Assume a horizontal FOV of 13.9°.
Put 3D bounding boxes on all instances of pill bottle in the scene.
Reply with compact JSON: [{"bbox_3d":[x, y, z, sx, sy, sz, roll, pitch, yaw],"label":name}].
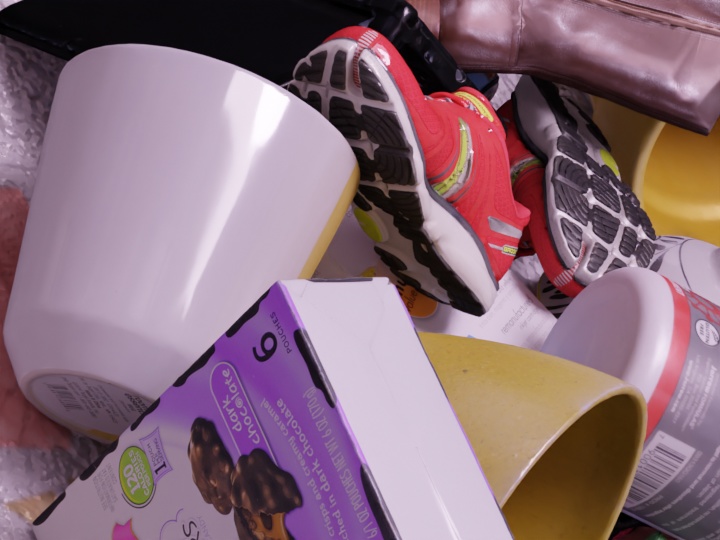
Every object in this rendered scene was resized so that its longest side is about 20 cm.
[{"bbox_3d":[0.192,0.088,1.502,0.200,0.116,0.116,27,40,-22],"label":"pill bottle"}]

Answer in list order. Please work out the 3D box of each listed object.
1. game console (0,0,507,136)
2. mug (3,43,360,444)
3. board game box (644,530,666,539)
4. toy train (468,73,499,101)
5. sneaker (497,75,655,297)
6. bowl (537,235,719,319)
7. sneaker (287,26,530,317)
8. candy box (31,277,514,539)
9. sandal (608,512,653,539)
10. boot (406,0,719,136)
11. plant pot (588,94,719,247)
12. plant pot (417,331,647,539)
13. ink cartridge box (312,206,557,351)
[{"bbox_3d":[-0.056,-0.099,1.517,0.200,0.116,0.176,25,-16,44],"label":"game console"},{"bbox_3d":[-0.078,0.007,1.372,0.187,0.149,0.153,28,64,-19],"label":"mug"},{"bbox_3d":[0.153,0.216,1.399,0.135,0.029,0.200,52,23,-2],"label":"board game box"},{"bbox_3d":[-0.005,-0.161,1.674,0.200,0.087,0.114,51,43,-1],"label":"toy train"},{"bbox_3d":[0.102,-0.030,1.624,0.077,0.085,0.200,37,19,-22],"label":"sneaker"},{"bbox_3d":[0.201,0.045,1.639,0.201,0.094,0.201,39,22,-19],"label":"bowl"},{"bbox_3d":[0.028,-0.062,1.432,0.085,0.077,0.200,-57,145,-20],"label":"sneaker"},{"bbox_3d":[-0.036,0.127,1.257,0.072,0.200,0.168,0,56,-45],"label":"candy box"},{"bbox_3d":[0.125,0.115,1.582,0.200,0.045,0.075,18,48,-55],"label":"sandal"},{"bbox_3d":[0.122,-0.174,1.636,0.200,0.064,0.187,10,71,-8],"label":"boot"},{"bbox_3d":[0.217,-0.125,1.786,0.201,0.201,0.189,17,30,-36],"label":"plant pot"},{"bbox_3d":[0.020,0.106,1.371,0.142,0.200,0.200,31,31,20],"label":"plant pot"},{"bbox_3d":[0.000,0.000,1.531,0.200,0.068,0.115,46,35,-1],"label":"ink cartridge box"}]
